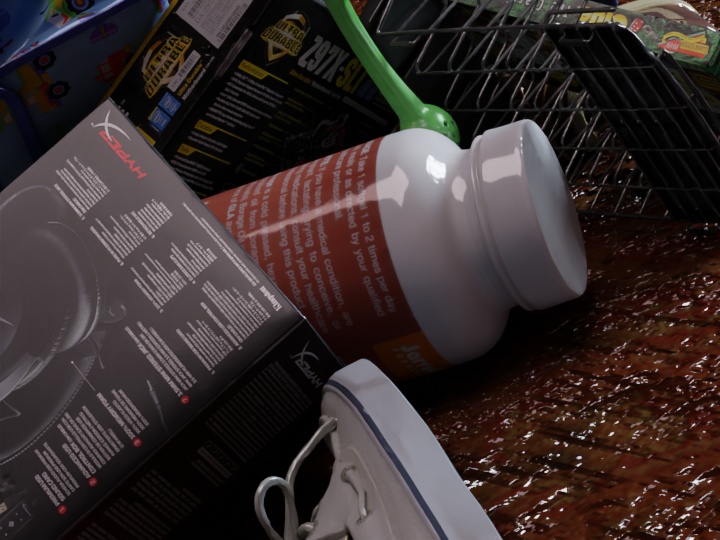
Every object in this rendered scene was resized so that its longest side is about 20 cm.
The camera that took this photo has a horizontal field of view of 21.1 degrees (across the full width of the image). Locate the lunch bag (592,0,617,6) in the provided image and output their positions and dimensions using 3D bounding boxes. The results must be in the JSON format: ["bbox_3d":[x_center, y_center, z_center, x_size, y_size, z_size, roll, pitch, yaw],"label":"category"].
[{"bbox_3d":[0.086,-0.223,1.335,0.131,0.137,0.200,-23,21,6],"label":"lunch bag"}]

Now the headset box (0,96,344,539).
[{"bbox_3d":[-0.129,0.051,0.830,0.200,0.077,0.149,-43,62,-3],"label":"headset box"}]

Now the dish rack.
[{"bbox_3d":[0.097,-0.084,0.945,0.199,0.154,0.055,7,56,49],"label":"dish rack"}]

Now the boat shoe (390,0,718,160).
[{"bbox_3d":[0.111,-0.098,1.093,0.198,0.073,0.072,-20,18,-3],"label":"boat shoe"}]

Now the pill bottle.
[{"bbox_3d":[0.000,0.000,0.910,0.199,0.113,0.112,-18,21,20],"label":"pill bottle"}]

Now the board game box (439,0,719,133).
[{"bbox_3d":[0.116,-0.114,0.996,0.199,0.105,0.024,21,85,37],"label":"board game box"}]

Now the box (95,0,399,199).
[{"bbox_3d":[-0.058,-0.072,1.008,0.160,0.049,0.200,-55,-24,8],"label":"box"}]

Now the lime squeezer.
[{"bbox_3d":[0.015,-0.048,0.971,0.070,0.201,0.038,4,44,4],"label":"lime squeezer"}]

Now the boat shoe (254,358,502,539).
[{"bbox_3d":[0.001,0.105,0.719,0.086,0.075,0.202,-29,30,-4],"label":"boat shoe"}]

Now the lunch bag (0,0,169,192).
[{"bbox_3d":[-0.188,-0.069,0.972,0.200,0.151,0.094,-40,65,-15],"label":"lunch bag"}]
